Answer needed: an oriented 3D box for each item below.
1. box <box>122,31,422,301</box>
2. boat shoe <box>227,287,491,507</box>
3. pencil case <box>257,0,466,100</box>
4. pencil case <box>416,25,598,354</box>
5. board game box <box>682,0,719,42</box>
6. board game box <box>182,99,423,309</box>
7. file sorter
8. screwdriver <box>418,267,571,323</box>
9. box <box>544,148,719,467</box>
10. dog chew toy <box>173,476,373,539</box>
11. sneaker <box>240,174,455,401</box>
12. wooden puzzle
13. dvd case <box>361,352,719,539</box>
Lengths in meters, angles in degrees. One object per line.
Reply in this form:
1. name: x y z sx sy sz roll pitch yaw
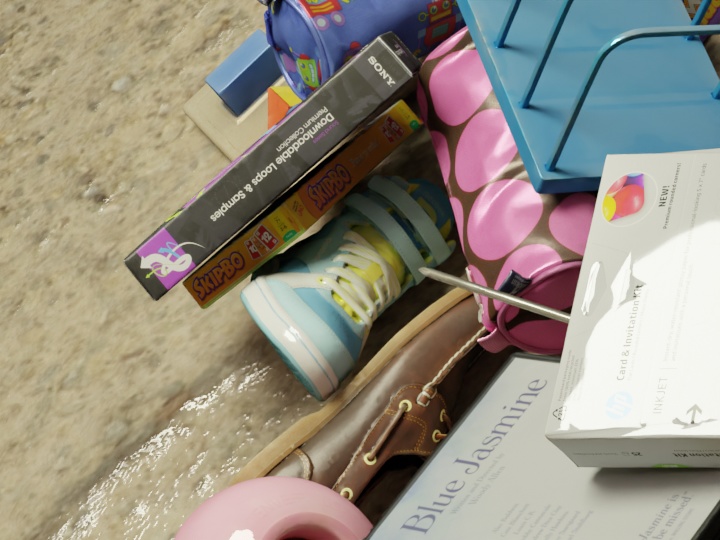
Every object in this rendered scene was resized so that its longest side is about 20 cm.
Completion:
1. box: -0.049 -0.066 1.529 0.200 0.036 0.143 -39 3 6
2. boat shoe: 0.016 0.091 1.460 0.200 0.070 0.070 -43 70 -12
3. pencil case: 0.027 -0.177 1.656 0.199 0.078 0.087 -27 46 -26
4. pencil case: 0.089 -0.049 1.473 0.093 0.091 0.201 -32 48 22
5. board game box: 0.162 -0.169 1.604 0.200 0.045 0.134 -51 35 -11
6. board game box: -0.030 -0.046 1.595 0.095 0.030 0.200 -37 2 33
7. file sorter: 0.146 -0.161 1.443 0.123 0.138 0.201 112 147 -48
8. screwdriver: 0.108 0.029 1.326 0.199 0.029 0.028 13 29 38
9. box: 0.193 0.014 1.193 0.199 0.041 0.157 -3 60 34
10. dog chew toy: -0.061 0.185 1.372 0.125 0.124 0.200 -64 11 -28
11. sneaker: 0.000 0.000 1.519 0.130 0.080 0.200 -36 14 5
12. wooden puzzle: -0.030 -0.148 1.775 0.185 0.046 0.200 -44 34 -1
13. dvd case: 0.108 0.100 1.251 0.199 0.018 0.143 5 46 49
